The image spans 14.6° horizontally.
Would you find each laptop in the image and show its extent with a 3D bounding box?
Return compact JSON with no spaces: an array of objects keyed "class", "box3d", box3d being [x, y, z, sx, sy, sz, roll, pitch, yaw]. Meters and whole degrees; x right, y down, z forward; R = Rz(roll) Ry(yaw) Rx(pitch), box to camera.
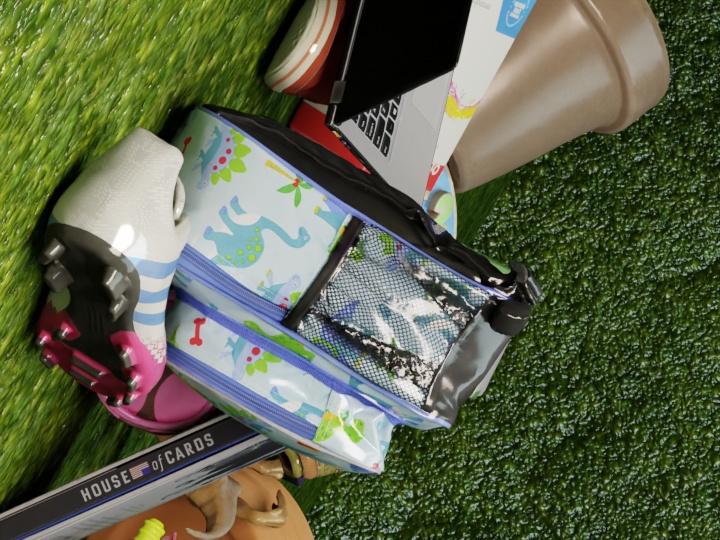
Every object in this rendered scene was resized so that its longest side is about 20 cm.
[{"class":"laptop","box3d":[0.060,-0.153,1.612,0.200,0.116,0.188,46,53,-55]}]

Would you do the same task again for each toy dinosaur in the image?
[{"class":"toy dinosaur","box3d":[-0.093,0.138,1.791,0.200,0.106,0.061,-123,-134,-57]}]

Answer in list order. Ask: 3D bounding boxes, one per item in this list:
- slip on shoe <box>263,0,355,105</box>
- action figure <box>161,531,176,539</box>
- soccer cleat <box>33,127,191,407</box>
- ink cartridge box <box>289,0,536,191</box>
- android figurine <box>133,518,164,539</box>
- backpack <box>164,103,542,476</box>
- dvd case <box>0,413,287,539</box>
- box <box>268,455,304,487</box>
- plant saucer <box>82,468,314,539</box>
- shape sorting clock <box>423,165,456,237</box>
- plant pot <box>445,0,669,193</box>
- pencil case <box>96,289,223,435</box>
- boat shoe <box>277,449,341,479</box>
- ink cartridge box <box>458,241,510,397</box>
[{"class":"slip on shoe","box3d":[-0.012,-0.127,1.676,0.074,0.061,0.200,-59,173,2]},{"class":"action figure","box3d":[-0.161,0.234,1.615,0.200,0.134,0.149,-40,167,-24]},{"class":"soccer cleat","box3d":[-0.111,0.001,1.358,0.086,0.070,0.200,-58,174,-22]},{"class":"ink cartridge box","box3d":[0.028,-0.124,1.866,0.200,0.067,0.116,-62,155,9]},{"class":"android figurine","box3d":[-0.152,0.245,1.672,0.200,0.182,0.041,-57,162,-13]},{"class":"backpack","box3d":[-0.032,0.011,1.458,0.147,0.200,0.183,-55,-177,-2]},{"class":"dvd case","box3d":[-0.110,0.117,1.637,0.200,0.025,0.150,-23,173,-1]},{"class":"box","box3d":[-0.048,0.059,2.111,0.141,0.079,0.200,-61,167,-19]},{"class":"plant saucer","box3d":[-0.119,0.217,1.871,0.037,0.200,0.201,16,105,-58]},{"class":"shape sorting clock","box3d":[0.000,-0.011,1.992,0.200,0.039,0.201,-16,112,-44]},{"class":"plant pot","box3d":[0.100,-0.152,2.081,0.175,0.200,0.200,-40,169,-16]},{"class":"pencil case","box3d":[-0.097,0.049,1.675,0.094,0.091,0.200,-62,177,3]},{"class":"boat shoe","box3d":[-0.060,0.060,1.810,0.068,0.200,0.072,-24,129,-16]},{"class":"ink cartridge box","box3d":[0.000,0.000,1.724,0.085,0.200,0.146,-64,175,0]}]
